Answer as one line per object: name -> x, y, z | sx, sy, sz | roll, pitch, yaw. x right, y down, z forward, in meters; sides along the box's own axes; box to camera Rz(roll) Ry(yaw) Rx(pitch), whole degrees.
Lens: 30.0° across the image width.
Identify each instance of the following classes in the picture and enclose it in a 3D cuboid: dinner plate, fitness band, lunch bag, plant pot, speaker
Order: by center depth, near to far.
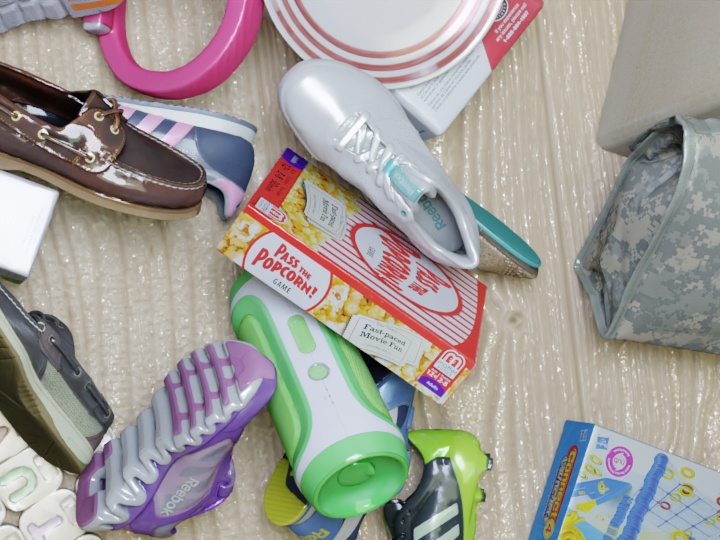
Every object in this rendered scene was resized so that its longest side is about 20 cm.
speaker -> -0.034, 0.082, 0.992 | 0.088, 0.089, 0.200 | -13, 48, -16
dinner plate -> 0.018, -0.236, 1.002 | 0.200, 0.024, 0.201 | -5, 107, -16
fitness band -> -0.137, -0.229, 1.012 | 0.143, 0.037, 0.200 | 4, 84, 25
lunch bag -> 0.289, -0.037, 1.087 | 0.164, 0.118, 0.200 | 9, 127, -16
plant pot -> 0.344, -0.183, 1.120 | 0.199, 0.177, 0.200 | 16, 83, -15

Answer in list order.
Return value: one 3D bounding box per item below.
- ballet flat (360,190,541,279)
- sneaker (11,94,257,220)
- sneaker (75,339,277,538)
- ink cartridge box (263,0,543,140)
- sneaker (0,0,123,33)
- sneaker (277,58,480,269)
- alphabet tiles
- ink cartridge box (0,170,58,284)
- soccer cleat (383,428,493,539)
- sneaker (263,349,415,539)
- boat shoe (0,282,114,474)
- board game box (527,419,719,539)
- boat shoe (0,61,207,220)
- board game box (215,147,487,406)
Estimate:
ballet flat -> 0.058, -0.047, 1.099 | 0.200, 0.071, 0.065 | 41, 105, -8
sneaker -> -0.178, -0.087, 1.019 | 0.200, 0.070, 0.082 | 7, 84, -14
sneaker -> -0.121, 0.132, 0.989 | 0.088, 0.081, 0.200 | 32, 117, -30
ink cartridge box -> 0.021, -0.221, 1.076 | 0.200, 0.084, 0.144 | 41, 79, -12
sneaker -> -0.273, -0.242, 1.005 | 0.200, 0.078, 0.112 | -7, 69, -4
sneaker -> 0.023, -0.077, 0.990 | 0.075, 0.089, 0.200 | -45, 108, 7
alphabet tiles -> -0.272, 0.169, 1.010 | 0.195, 0.015, 0.200 | -31, 97, -15
ink cartridge box -> -0.323, -0.055, 0.951 | 0.200, 0.117, 0.067 | 21, 81, -14
soccer cleat -> 0.054, 0.226, 1.083 | 0.081, 0.068, 0.200 | 9, 84, 2
sneaker -> 0.004, 0.131, 1.063 | 0.082, 0.074, 0.200 | 44, 70, -27
boat shoe -> -0.239, 0.060, 0.963 | 0.066, 0.072, 0.201 | -55, 137, -36
board game box -> 0.239, 0.252, 1.132 | 0.200, 0.056, 0.196 | 21, 82, -14
boat shoe -> -0.201, -0.095, 0.949 | 0.200, 0.070, 0.070 | 17, 117, -12
board game box -> 0.000, 0.000, 1.016 | 0.200, 0.152, 0.046 | 35, 112, -6
